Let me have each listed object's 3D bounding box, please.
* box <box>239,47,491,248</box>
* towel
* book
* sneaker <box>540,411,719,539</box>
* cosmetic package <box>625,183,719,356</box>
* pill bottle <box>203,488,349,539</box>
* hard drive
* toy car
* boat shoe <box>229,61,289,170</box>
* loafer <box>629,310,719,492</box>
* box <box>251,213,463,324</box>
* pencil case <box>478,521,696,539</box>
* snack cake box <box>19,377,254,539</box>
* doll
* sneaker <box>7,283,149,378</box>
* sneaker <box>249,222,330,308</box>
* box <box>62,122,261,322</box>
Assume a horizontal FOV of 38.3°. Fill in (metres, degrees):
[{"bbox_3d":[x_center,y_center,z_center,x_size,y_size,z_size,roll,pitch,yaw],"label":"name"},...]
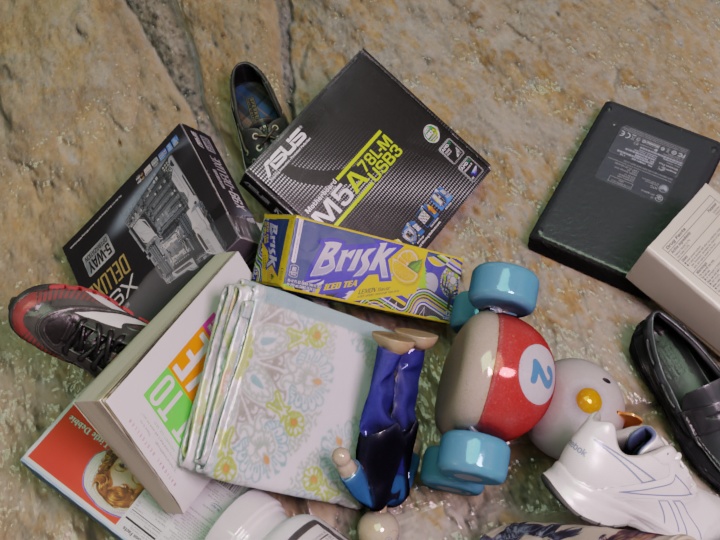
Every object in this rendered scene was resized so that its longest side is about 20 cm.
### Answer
[{"bbox_3d":[0.008,-0.101,1.093,0.193,0.047,0.200,43,69,-4],"label":"box"},{"bbox_3d":[-0.057,0.113,0.929,0.048,0.199,0.172,3,76,51],"label":"towel"},{"bbox_3d":[-0.142,0.097,0.926,0.048,0.134,0.200,-8,33,41],"label":"book"},{"bbox_3d":[0.250,0.182,0.880,0.088,0.199,0.075,-63,29,10],"label":"sneaker"},{"bbox_3d":[0.369,0.025,0.991,0.200,0.073,0.103,43,70,14],"label":"cosmetic package"},{"bbox_3d":[-0.038,0.281,0.877,0.199,0.117,0.117,32,67,22],"label":"pill bottle"},{"bbox_3d":[0.283,-0.079,1.103,0.139,0.033,0.201,25,65,18],"label":"hard drive"},{"bbox_3d":[0.173,0.116,0.933,0.198,0.177,0.186,13,72,-2],"label":"toy car"},{"bbox_3d":[-0.109,-0.150,1.167,0.068,0.057,0.201,-20,60,-6],"label":"boat shoe"},{"bbox_3d":[0.317,0.126,0.959,0.068,0.071,0.201,-25,61,-9],"label":"loafer"},{"bbox_3d":[0.000,0.000,0.987,0.199,0.064,0.071,13,86,-33],"label":"box"},{"bbox_3d":[0.181,0.251,0.837,0.199,0.090,0.078,-10,16,47],"label":"pencil case"},{"bbox_3d":[-0.201,0.196,0.969,0.199,0.067,0.115,31,68,21],"label":"snack cake box"},{"bbox_3d":[0.022,0.156,0.932,0.048,0.136,0.202,12,98,34],"label":"doll"},{"bbox_3d":[-0.224,0.072,0.949,0.200,0.098,0.071,27,94,-24],"label":"sneaker"},{"bbox_3d":[-0.053,0.029,1.051,0.076,0.092,0.201,-38,78,31],"label":"sneaker"},{"bbox_3d":[-0.202,-0.022,1.052,0.200,0.050,0.158,-41,59,20],"label":"box"}]
